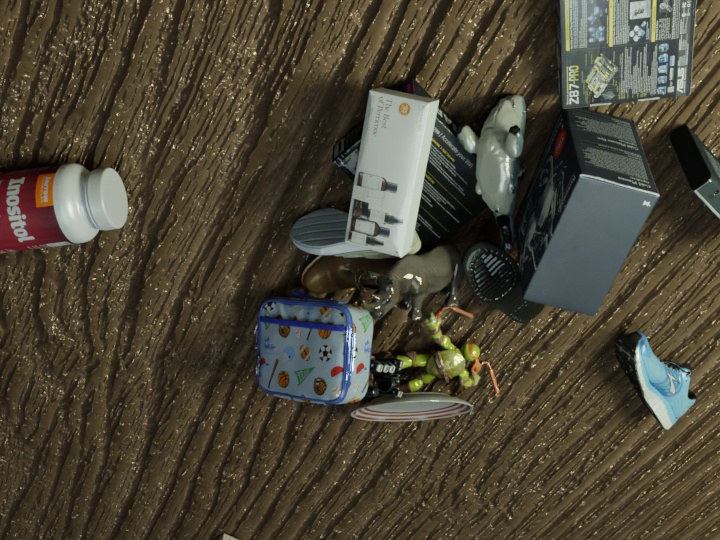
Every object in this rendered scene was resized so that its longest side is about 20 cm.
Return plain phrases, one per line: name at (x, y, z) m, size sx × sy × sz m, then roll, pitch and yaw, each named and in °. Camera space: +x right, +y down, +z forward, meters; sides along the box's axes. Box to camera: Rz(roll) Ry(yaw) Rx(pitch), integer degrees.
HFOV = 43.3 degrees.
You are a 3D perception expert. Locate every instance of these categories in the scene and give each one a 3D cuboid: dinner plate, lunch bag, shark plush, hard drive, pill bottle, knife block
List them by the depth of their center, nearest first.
shark plush at (0.199, -0.124, 1.185) m, size 0.091 × 0.083 × 0.201 m, roll -5°, pitch 106°, yaw 40°
hard drive at (0.488, -0.088, 1.187) m, size 0.200 × 0.140 × 0.033 m, roll 38°, pitch 120°, yaw -22°
pill bottle at (-0.437, -0.089, 1.269) m, size 0.199 × 0.113 × 0.113 m, roll -7°, pitch 127°, yaw 9°
lunch bag at (-0.076, 0.113, 1.350) m, size 0.200 × 0.075 × 0.161 m, roll 4°, pitch 92°, yaw 38°
knife block at (-0.034, 0.158, 1.396) m, size 0.199 × 0.176 × 0.064 m, roll 5°, pitch 83°, yaw 1°
dinner plate at (0.083, 0.221, 1.474) m, size 0.199 × 0.024 × 0.200 m, roll -4°, pitch 161°, yaw -1°

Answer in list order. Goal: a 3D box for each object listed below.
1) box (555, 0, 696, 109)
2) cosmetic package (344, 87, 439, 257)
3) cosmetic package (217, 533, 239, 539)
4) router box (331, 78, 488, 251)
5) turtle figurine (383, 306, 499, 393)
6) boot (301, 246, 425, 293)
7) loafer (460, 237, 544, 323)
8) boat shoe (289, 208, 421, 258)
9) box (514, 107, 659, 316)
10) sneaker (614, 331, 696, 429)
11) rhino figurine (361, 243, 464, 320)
box at (0.319, -0.300, 1.095) m, size 0.161 × 0.049 × 0.200 m, roll -7°, pitch 127°, yaw 7°
cosmetic package at (0.038, -0.124, 1.153) m, size 0.082 × 0.051 × 0.201 m, roll 14°, pitch 108°, yaw 14°
cosmetic package at (-0.218, 0.616, 1.817) m, size 0.200 × 0.071 × 0.105 m, roll 29°, pitch 124°, yaw -17°
router box at (0.083, -0.138, 1.233) m, size 0.149 × 0.051 × 0.200 m, roll -36°, pitch 117°, yaw 25°
turtle figurine at (0.130, 0.154, 1.444) m, size 0.161 × 0.065 × 0.200 m, roll -21°, pitch 124°, yaw 20°
boot at (0.000, 0.000, 1.331) m, size 0.199 × 0.076 × 0.074 m, roll -18°, pitch 126°, yaw 18°
loafer at (0.194, 0.010, 1.300) m, size 0.073 × 0.071 × 0.200 m, roll -38°, pitch 137°, yaw 8°
boat shoe at (-0.009, -0.043, 1.274) m, size 0.199 × 0.072 × 0.062 m, roll 4°, pitch 149°, yaw 34°
box at (0.285, -0.080, 1.181) m, size 0.104 × 0.182 × 0.200 m, roll 13°, pitch 127°, yaw -6°
sneaker at (0.472, 0.159, 1.435) m, size 0.090 × 0.078 × 0.200 m, roll -34°, pitch 123°, yaw 5°
rhino figurine at (0.072, 0.018, 1.241) m, size 0.060 × 0.200 × 0.088 m, roll 25°, pitch 121°, yaw 41°
